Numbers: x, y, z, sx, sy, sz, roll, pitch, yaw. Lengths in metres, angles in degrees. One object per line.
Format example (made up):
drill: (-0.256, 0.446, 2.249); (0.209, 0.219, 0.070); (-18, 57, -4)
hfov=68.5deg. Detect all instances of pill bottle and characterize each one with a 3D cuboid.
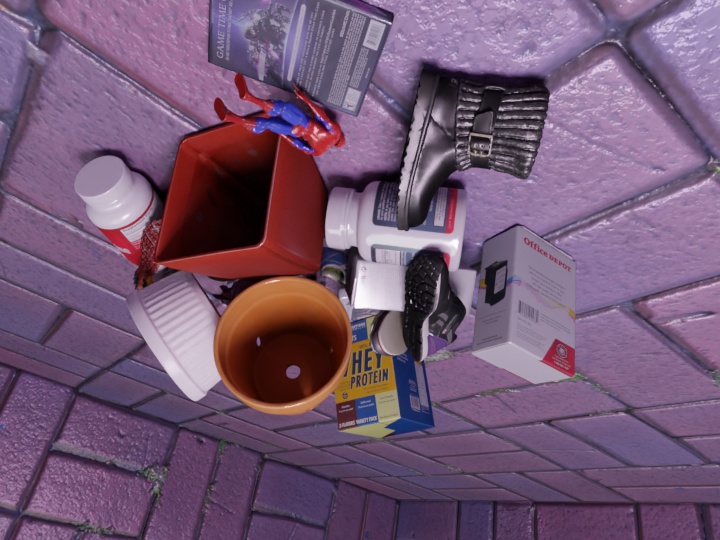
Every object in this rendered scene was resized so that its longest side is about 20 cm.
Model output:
pill bottle: (-0.392, -0.095, 0.908); (0.110, 0.114, 0.201); (4, 149, 13)
pill bottle: (0.053, -0.069, 0.785); (0.196, 0.121, 0.120); (7, 149, 8)

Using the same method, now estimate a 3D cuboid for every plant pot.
plant pot: (-0.154, -0.083, 0.783); (0.197, 0.203, 0.176); (-6, 157, 28)
plant pot: (-0.110, 0.131, 0.803); (0.196, 0.203, 0.141); (9, 148, 5)

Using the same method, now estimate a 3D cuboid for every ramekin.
ramekin: (-0.275, 0.097, 0.856); (0.201, 0.104, 0.201); (51, 164, 20)

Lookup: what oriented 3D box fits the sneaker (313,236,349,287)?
sneaker: (0.000, 0.000, 0.960); (0.196, 0.078, 0.076); (11, 148, -1)

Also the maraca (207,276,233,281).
maraca: (-0.252, -0.052, 0.932); (0.135, 0.108, 0.201); (-15, 144, 5)

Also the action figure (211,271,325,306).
action figure: (-0.165, 0.058, 0.913); (0.196, 0.136, 0.149); (10, 159, 3)

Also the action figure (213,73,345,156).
action figure: (-0.084, -0.186, 0.657); (0.065, 0.052, 0.199); (-39, 152, 27)

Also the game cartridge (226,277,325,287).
game cartridge: (-0.179, 0.028, 1.115); (0.129, 0.039, 0.199); (37, 141, -28)

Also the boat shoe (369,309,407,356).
boat shoe: (0.050, 0.093, 0.889); (0.062, 0.200, 0.072); (-13, 100, 22)

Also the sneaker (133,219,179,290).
sneaker: (-0.330, -0.016, 0.902); (0.081, 0.079, 0.201); (-10, 151, -38)

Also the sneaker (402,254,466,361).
sneaker: (0.116, 0.046, 0.785); (0.086, 0.076, 0.202); (-18, 140, -19)

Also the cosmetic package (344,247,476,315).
cosmetic package: (0.079, 0.016, 0.876); (0.196, 0.083, 0.113); (6, -167, -8)

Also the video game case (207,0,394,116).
video game case: (-0.076, -0.265, 0.610); (0.197, 0.019, 0.143); (18, 148, -8)

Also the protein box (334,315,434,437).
protein box: (0.046, 0.224, 1.091); (0.133, 0.203, 0.198); (-18, 153, 21)

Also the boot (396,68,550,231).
boot: (0.129, -0.130, 0.647); (0.155, 0.080, 0.214); (12, 126, 1)

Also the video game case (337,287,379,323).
video game case: (0.052, 0.066, 1.022); (0.196, 0.024, 0.182); (-7, 158, -7)

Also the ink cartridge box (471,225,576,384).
ink cartridge box: (0.263, 0.055, 0.837); (0.144, 0.203, 0.083); (27, 149, -23)
